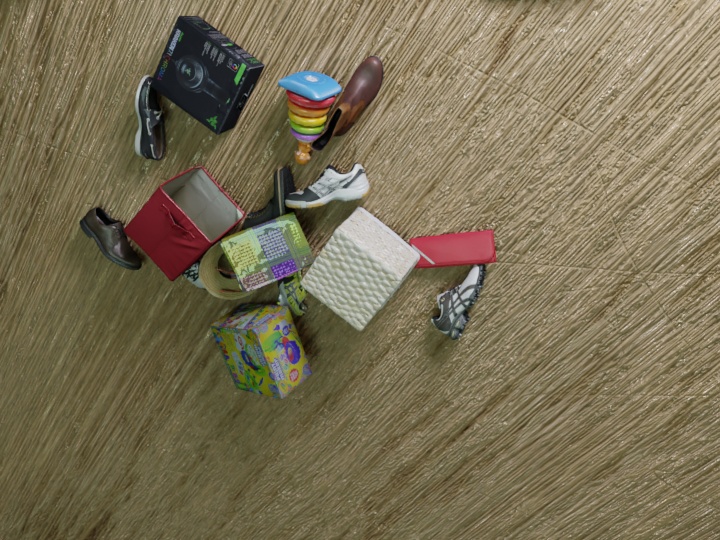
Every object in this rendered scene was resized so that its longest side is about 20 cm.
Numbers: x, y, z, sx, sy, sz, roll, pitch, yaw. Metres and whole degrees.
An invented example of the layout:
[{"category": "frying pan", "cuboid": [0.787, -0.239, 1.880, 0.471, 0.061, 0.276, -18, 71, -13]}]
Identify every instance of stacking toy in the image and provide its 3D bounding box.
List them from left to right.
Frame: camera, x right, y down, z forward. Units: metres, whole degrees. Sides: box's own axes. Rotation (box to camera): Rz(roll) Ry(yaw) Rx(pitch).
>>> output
[{"category": "stacking toy", "cuboid": [-0.119, -0.328, 1.223, 0.115, 0.110, 0.202, 26, 129, 19]}]

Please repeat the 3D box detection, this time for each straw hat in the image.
[{"category": "straw hat", "cuboid": [-0.327, -0.029, 1.396, 0.199, 0.085, 0.203, -18, 135, -19]}]

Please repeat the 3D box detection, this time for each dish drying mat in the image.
[{"category": "dish drying mat", "cuboid": [0.213, -0.047, 1.281, 0.198, 0.018, 0.078, -4, 102, 25]}]

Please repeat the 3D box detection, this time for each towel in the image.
[{"category": "towel", "cuboid": [-0.222, -0.043, 1.306, 0.198, 0.023, 0.145, -22, 109, 4]}]

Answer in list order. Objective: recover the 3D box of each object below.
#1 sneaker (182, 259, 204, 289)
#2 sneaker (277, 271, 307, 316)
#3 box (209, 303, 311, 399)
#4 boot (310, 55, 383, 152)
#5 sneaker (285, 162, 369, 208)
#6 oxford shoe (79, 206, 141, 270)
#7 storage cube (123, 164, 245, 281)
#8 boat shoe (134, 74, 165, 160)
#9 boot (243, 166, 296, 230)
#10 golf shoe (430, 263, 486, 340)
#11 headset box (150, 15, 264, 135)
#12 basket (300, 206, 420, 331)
[{"category": "sneaker", "cuboid": [-0.465, -0.011, 1.436, 0.200, 0.088, 0.076, 43, 114, -8]}, {"category": "sneaker", "cuboid": [-0.170, 0.031, 1.402, 0.075, 0.076, 0.202, 7, 128, 2]}, {"category": "box", "cuboid": [-0.258, 0.205, 1.430, 0.191, 0.122, 0.202, 1, 116, 41]}, {"category": "boot", "cuboid": [-0.029, -0.346, 1.127, 0.068, 0.200, 0.188, 40, 116, -6]}, {"category": "sneaker", "cuboid": [-0.081, -0.198, 1.273, 0.198, 0.076, 0.089, -13, 104, -1]}, {"category": "oxford shoe", "cuboid": [-0.656, -0.085, 1.469, 0.084, 0.073, 0.200, -39, 99, 23]}, {"category": "storage cube", "cuboid": [-0.424, -0.115, 1.332, 0.179, 0.200, 0.171, -36, 101, 31]}, {"category": "boat shoe", "cuboid": [-0.495, -0.358, 1.310, 0.060, 0.074, 0.202, 20, 119, 5]}, {"category": "boot", "cuboid": [-0.229, -0.151, 1.336, 0.137, 0.078, 0.202, 7, 113, 16]}, {"category": "golf shoe", "cuboid": [0.231, 0.063, 1.308, 0.094, 0.078, 0.202, 26, 106, 18]}, {"category": "headset box", "cuboid": [-0.335, -0.430, 1.228, 0.199, 0.093, 0.175, 36, 117, -4]}, {"category": "basket", "cuboid": [0.000, 0.000, 1.284, 0.199, 0.161, 0.199, 38, 118, 1]}]
